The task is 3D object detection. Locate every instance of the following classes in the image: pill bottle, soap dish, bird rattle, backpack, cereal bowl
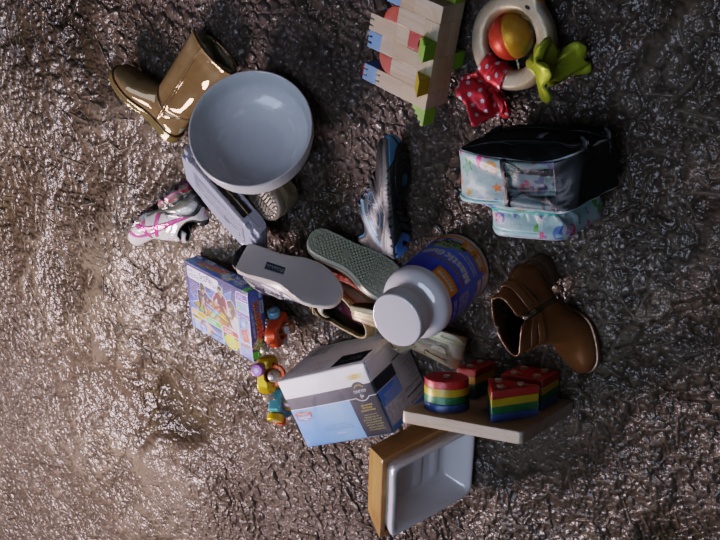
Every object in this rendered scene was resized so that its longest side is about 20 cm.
[{"bbox_3d":[0.103,0.031,1.631,0.111,0.200,0.114,15,121,27],"label":"pill bottle"},{"bbox_3d":[0.097,0.328,1.798,0.081,0.198,0.160,29,129,42],"label":"soap dish"},{"bbox_3d":[0.211,-0.294,1.488,0.199,0.112,0.166,-6,98,50],"label":"bird rattle"},{"bbox_3d":[0.235,-0.127,1.479,0.198,0.177,0.153,13,115,34],"label":"backpack"},{"bbox_3d":[-0.168,-0.210,1.734,0.199,0.201,0.083,35,169,15],"label":"cereal bowl"}]

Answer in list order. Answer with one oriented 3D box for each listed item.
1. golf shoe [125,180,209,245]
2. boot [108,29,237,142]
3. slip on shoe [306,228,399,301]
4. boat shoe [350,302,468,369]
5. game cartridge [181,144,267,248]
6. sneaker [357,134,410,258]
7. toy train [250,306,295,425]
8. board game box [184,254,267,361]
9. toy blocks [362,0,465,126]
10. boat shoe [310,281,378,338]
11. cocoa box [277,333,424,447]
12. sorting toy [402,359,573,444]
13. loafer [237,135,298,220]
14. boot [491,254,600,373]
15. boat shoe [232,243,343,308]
[{"bbox_3d":[-0.354,-0.081,1.979,0.199,0.072,0.093,-28,97,40],"label":"golf shoe"},{"bbox_3d":[-0.316,-0.334,1.835,0.175,0.066,0.200,42,131,-6],"label":"boot"},{"bbox_3d":[0.000,0.000,1.785,0.198,0.075,0.061,30,161,12],"label":"slip on shoe"},{"bbox_3d":[0.072,0.104,1.750,0.197,0.072,0.066,18,101,9],"label":"boat shoe"},{"bbox_3d":[-0.227,-0.114,1.854,0.200,0.040,0.134,48,161,12],"label":"game cartridge"},{"bbox_3d":[0.029,-0.115,1.693,0.081,0.073,0.203,16,120,28],"label":"sneaker"},{"bbox_3d":[-0.131,0.174,1.918,0.055,0.151,0.202,1,121,21],"label":"toy train"},{"bbox_3d":[-0.243,0.066,1.961,0.199,0.034,0.137,25,126,44],"label":"board game box"},{"bbox_3d":[0.069,-0.329,1.557,0.136,0.099,0.202,32,128,32],"label":"toy blocks"},{"bbox_3d":[-0.048,0.050,1.834,0.198,0.066,0.075,26,125,23],"label":"boat shoe"},{"bbox_3d":[-0.011,0.199,1.838,0.198,0.133,0.133,-16,104,38],"label":"cocoa box"},{"bbox_3d":[0.196,0.189,1.656,0.198,0.198,0.071,6,100,32],"label":"sorting toy"},{"bbox_3d":[-0.171,-0.168,1.814,0.201,0.068,0.076,58,133,18],"label":"loafer"},{"bbox_3d":[0.266,0.087,1.574,0.076,0.155,0.202,-16,103,38],"label":"boot"},{"bbox_3d":[-0.112,0.019,1.810,0.198,0.075,0.093,24,165,17],"label":"boat shoe"}]
